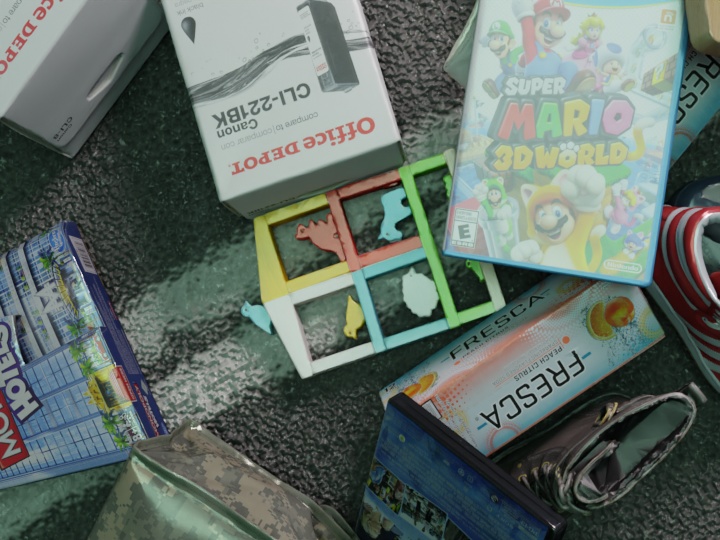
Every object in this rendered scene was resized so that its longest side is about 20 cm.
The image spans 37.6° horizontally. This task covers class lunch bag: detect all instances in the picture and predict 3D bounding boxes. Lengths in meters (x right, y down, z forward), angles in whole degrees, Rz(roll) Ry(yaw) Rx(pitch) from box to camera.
[{"bbox_3d":[-0.097,0.231,0.759,0.198,0.117,0.166,30,100,13],"label":"lunch bag"}]

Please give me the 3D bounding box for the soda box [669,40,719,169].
[{"bbox_3d":[0.228,-0.137,0.777,0.068,0.064,0.201,39,91,-6],"label":"soda box"}]

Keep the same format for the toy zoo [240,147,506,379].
[{"bbox_3d":[0.000,0.000,0.821,0.197,0.020,0.133,-18,84,5],"label":"toy zoo"}]

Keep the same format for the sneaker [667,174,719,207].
[{"bbox_3d":[0.322,-0.031,0.753,0.197,0.082,0.071,11,90,10],"label":"sneaker"}]

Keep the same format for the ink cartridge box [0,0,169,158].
[{"bbox_3d":[-0.274,-0.211,0.808,0.199,0.145,0.146,37,90,7],"label":"ink cartridge box"}]

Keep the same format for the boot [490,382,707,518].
[{"bbox_3d":[0.135,0.141,0.716,0.200,0.174,0.069,-42,82,1],"label":"boot"}]

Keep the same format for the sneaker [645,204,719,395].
[{"bbox_3d":[0.270,0.035,0.725,0.071,0.112,0.200,-44,97,-9],"label":"sneaker"}]

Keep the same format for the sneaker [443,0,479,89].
[{"bbox_3d":[0.148,-0.190,0.747,0.115,0.074,0.200,39,106,-12],"label":"sneaker"}]

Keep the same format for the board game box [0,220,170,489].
[{"bbox_3d":[-0.278,0.093,0.827,0.198,0.062,0.202,-27,83,3],"label":"board game box"}]

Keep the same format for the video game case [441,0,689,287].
[{"bbox_3d":[0.139,-0.100,0.712,0.141,0.018,0.203,9,91,9],"label":"video game case"}]

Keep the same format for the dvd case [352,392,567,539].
[{"bbox_3d":[0.054,0.200,0.718,0.142,0.017,0.202,35,128,31],"label":"dvd case"}]

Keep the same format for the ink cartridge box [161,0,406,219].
[{"bbox_3d":[-0.060,-0.159,0.809,0.142,0.084,0.203,-18,84,4],"label":"ink cartridge box"}]

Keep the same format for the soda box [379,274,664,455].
[{"bbox_3d":[0.113,0.069,0.764,0.199,0.068,0.064,-34,104,3],"label":"soda box"}]

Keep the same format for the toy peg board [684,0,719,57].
[{"bbox_3d":[0.312,-0.243,0.704,0.197,0.098,0.203,4,76,-29],"label":"toy peg board"}]
